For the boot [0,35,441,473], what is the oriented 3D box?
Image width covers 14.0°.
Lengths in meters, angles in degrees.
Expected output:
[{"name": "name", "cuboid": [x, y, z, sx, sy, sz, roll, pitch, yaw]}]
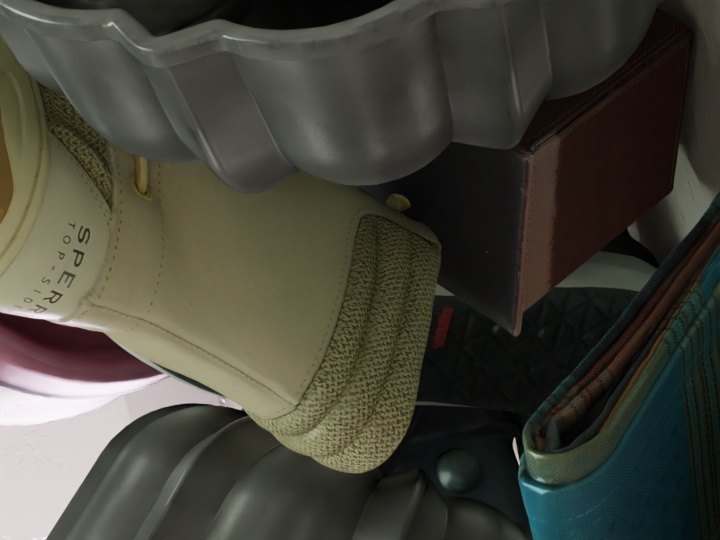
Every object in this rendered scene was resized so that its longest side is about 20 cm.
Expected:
[{"name": "boot", "cuboid": [-0.057, -0.038, 0.824, 0.073, 0.155, 0.200, -49, 30, 24]}]

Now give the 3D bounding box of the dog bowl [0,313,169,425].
[{"name": "dog bowl", "cuboid": [-0.099, -0.046, 0.977, 0.074, 0.200, 0.200, 2, 109, 55]}]

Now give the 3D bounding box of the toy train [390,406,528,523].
[{"name": "toy train", "cuboid": [0.030, 0.110, 1.077, 0.114, 0.085, 0.200, 106, 150, -58]}]

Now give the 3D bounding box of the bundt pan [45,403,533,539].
[{"name": "bundt pan", "cuboid": [-0.001, 0.102, 0.930, 0.202, 0.202, 0.076, 120, 174, -79]}]

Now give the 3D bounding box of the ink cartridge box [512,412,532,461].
[{"name": "ink cartridge box", "cuboid": [0.103, 0.130, 1.007, 0.200, 0.041, 0.200, -125, 22, -71]}]

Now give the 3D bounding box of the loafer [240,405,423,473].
[{"name": "loafer", "cuboid": [0.007, -0.016, 1.031, 0.063, 0.072, 0.200, 35, -110, -63]}]

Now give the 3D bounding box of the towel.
[{"name": "towel", "cuboid": [0.088, 0.076, 0.740, 0.022, 0.147, 0.200, 15, 134, 28]}]

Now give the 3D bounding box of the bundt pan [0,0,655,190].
[{"name": "bundt pan", "cuboid": [-0.004, -0.097, 0.721, 0.076, 0.202, 0.202, 74, 175, -46]}]

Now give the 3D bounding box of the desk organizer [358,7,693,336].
[{"name": "desk organizer", "cuboid": [-0.002, -0.074, 0.877, 0.200, 0.077, 0.072, 34, 144, 28]}]

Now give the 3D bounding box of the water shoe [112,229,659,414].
[{"name": "water shoe", "cuboid": [0.000, 0.000, 0.927, 0.079, 0.200, 0.072, -108, 35, -56]}]
